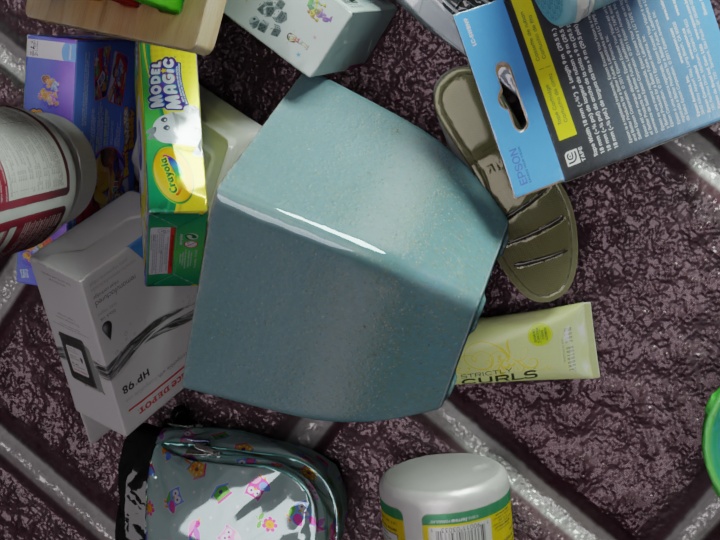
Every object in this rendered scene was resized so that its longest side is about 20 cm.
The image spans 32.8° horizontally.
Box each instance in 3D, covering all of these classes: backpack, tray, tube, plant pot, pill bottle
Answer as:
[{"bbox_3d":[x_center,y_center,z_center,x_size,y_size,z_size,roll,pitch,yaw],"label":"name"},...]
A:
[{"bbox_3d":[-0.112,0.217,1.070,0.198,0.127,0.169,3,97,10],"label":"backpack"},{"bbox_3d":[-0.143,-0.096,1.009,0.200,0.022,0.108,37,112,51],"label":"tray"},{"bbox_3d":[0.099,0.068,1.031,0.198,0.058,0.053,-6,73,12],"label":"tube"},{"bbox_3d":[0.000,0.000,0.942,0.198,0.196,0.198,21,129,7],"label":"plant pot"},{"bbox_3d":[0.079,0.267,1.039,0.111,0.113,0.202,-4,99,14],"label":"pill bottle"},{"bbox_3d":[-0.273,-0.062,0.881,0.108,0.200,0.111,2,101,12],"label":"pill bottle"}]

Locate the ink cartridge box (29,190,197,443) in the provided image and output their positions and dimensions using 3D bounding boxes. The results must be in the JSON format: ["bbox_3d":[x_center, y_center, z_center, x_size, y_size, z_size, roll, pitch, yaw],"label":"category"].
[{"bbox_3d":[-0.190,0.051,1.024,0.066,0.116,0.202,19,133,33],"label":"ink cartridge box"}]

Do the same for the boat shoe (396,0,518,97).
[{"bbox_3d":[0.088,-0.214,0.981,0.199,0.072,0.071,37,98,-6],"label":"boat shoe"}]

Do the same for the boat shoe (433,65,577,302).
[{"bbox_3d":[0.120,-0.073,0.992,0.074,0.068,0.202,-23,99,6],"label":"boat shoe"}]

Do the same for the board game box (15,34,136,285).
[{"bbox_3d":[-0.237,-0.097,1.041,0.044,0.134,0.202,8,101,12],"label":"board game box"}]

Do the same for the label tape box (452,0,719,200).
[{"bbox_3d":[0.173,-0.153,0.926,0.198,0.063,0.146,-21,95,-10],"label":"label tape box"}]

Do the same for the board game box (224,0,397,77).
[{"bbox_3d":[-0.080,-0.239,0.971,0.199,0.147,0.065,38,108,5],"label":"board game box"}]

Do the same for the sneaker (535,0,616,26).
[{"bbox_3d":[0.165,-0.282,0.873,0.129,0.080,0.202,-17,83,-8],"label":"sneaker"}]

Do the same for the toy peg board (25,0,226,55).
[{"bbox_3d":[-0.177,-0.272,0.849,0.198,0.097,0.202,18,94,37],"label":"toy peg board"}]

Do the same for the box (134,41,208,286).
[{"bbox_3d":[-0.144,-0.103,0.915,0.048,0.118,0.202,0,63,-11],"label":"box"}]

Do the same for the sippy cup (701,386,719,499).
[{"bbox_3d":[0.329,0.116,0.940,0.139,0.130,0.179,29,105,6],"label":"sippy cup"}]
